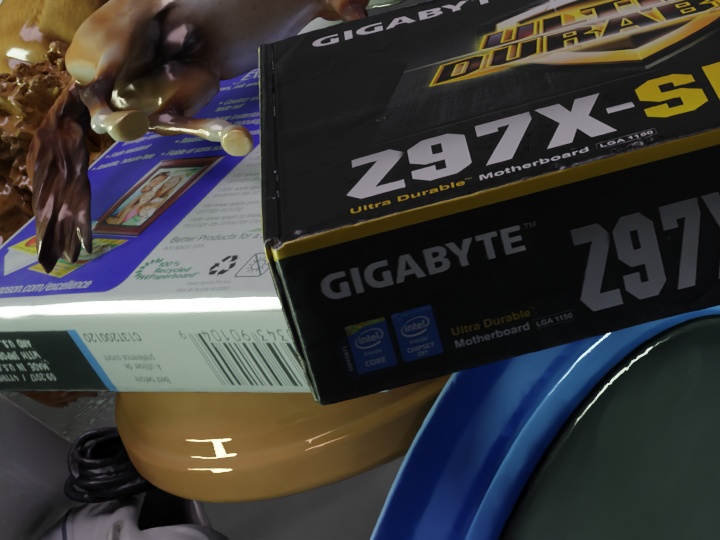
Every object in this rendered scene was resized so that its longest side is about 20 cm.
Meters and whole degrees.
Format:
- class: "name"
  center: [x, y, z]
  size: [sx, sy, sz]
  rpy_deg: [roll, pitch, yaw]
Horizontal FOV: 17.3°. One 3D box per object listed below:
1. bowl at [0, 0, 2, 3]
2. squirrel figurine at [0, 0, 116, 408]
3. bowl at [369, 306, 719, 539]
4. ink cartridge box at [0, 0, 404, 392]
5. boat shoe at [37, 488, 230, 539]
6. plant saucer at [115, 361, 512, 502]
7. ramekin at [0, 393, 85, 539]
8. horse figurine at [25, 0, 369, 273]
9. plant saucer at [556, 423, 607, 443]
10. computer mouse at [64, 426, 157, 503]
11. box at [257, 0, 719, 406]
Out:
- class: "bowl"
  center: [-0.111, -0.107, 1.160]
  size: [0.094, 0.201, 0.201]
  rpy_deg: [11, 50, 32]
- class: "squirrel figurine"
  center: [-0.125, -0.049, 0.988]
  size: [0.187, 0.141, 0.200]
  rpy_deg: [-61, 29, -2]
- class: "bowl"
  center: [0.057, 0.084, 0.622]
  size: [0.201, 0.039, 0.201]
  rpy_deg: [-51, 24, 34]
- class: "ink cartridge box"
  center: [-0.016, -0.035, 0.787]
  size: [0.198, 0.043, 0.200]
  rpy_deg: [-3, 36, 45]
- class: "boat shoe"
  center: [-0.065, 0.118, 0.800]
  size: [0.066, 0.072, 0.200]
  rpy_deg: [-44, 15, 2]
- class: "plant saucer"
  center: [0.000, 0.000, 0.801]
  size: [0.200, 0.037, 0.200]
  rpy_deg: [-25, 24, 12]
- class: "ramekin"
  center: [-0.207, 0.064, 0.901]
  size: [0.105, 0.200, 0.200]
  rpy_deg: [-57, 26, -8]
- class: "horse figurine"
  center: [-0.039, -0.080, 0.789]
  size: [0.200, 0.050, 0.133]
  rpy_deg: [-33, 24, -9]
- class: "plant saucer"
  center: [0.141, -0.008, 0.732]
  size: [0.201, 0.039, 0.201]
  rpy_deg: [-32, 23, 16]
- class: "computer mouse"
  center: [-0.027, 0.022, 0.894]
  size: [0.140, 0.046, 0.200]
  rpy_deg: [-11, 16, 16]
- class: "box"
  center: [0.074, -0.041, 0.617]
  size: [0.200, 0.049, 0.160]
  rpy_deg: [-14, 24, 4]
